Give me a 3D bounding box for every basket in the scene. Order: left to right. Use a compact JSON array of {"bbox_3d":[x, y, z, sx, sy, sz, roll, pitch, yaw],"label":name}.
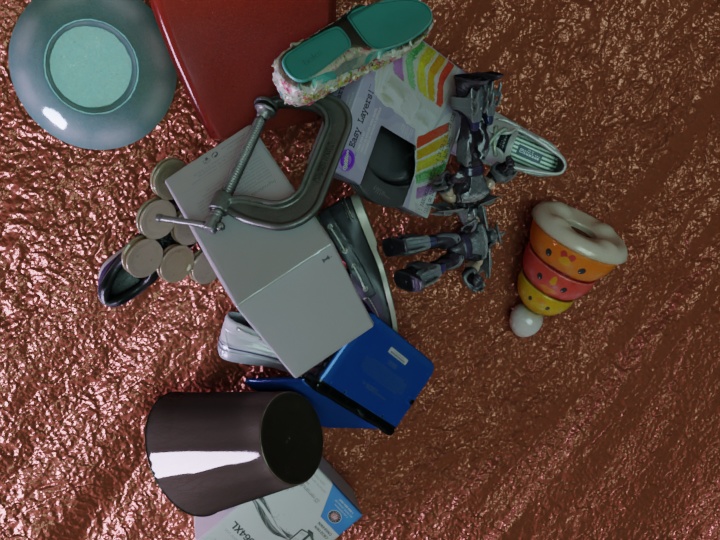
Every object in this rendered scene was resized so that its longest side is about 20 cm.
[{"bbox_3d":[-0.157,0.226,0.986,0.199,0.136,0.182,-18,105,37],"label":"basket"}]

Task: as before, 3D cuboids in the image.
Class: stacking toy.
[{"bbox_3d":[0.278,0.016,1.103,0.145,0.147,0.202,15,117,-16],"label":"stacking toy"}]

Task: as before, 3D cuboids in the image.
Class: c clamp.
[{"bbox_3d":[-0.103,-0.118,0.804,0.169,0.027,0.201,17,66,21],"label":"c clamp"}]

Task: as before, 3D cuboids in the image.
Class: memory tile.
[{"bbox_3d":[-0.198,-0.055,0.962,0.199,0.017,0.155,8,106,-52],"label":"memory tile"}]

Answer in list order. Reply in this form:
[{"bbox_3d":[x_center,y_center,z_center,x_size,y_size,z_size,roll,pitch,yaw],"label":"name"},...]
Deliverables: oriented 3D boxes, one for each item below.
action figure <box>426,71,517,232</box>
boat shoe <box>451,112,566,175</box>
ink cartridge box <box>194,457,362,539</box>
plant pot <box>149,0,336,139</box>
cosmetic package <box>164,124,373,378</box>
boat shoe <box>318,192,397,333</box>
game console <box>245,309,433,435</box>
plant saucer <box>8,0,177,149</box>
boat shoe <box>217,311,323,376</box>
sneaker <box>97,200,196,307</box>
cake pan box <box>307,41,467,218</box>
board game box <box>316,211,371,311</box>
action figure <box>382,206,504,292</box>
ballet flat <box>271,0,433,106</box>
[{"bbox_3d":[0.141,-0.143,0.957,0.129,0.069,0.202,-22,120,-42],"label":"action figure"},{"bbox_3d":[0.191,-0.178,1.039,0.198,0.067,0.074,12,102,-14],"label":"boat shoe"},{"bbox_3d":[-0.121,0.355,1.108,0.200,0.084,0.146,-41,109,-1],"label":"ink cartridge box"},{"bbox_3d":[-0.132,-0.265,0.894,0.198,0.200,0.178,-12,118,-10],"label":"plant pot"},{"bbox_3d":[-0.101,-0.016,0.881,0.122,0.201,0.200,-34,148,-5],"label":"cosmetic package"},{"bbox_3d":[0.000,0.000,0.993,0.062,0.073,0.202,-17,112,1],"label":"boat shoe"},{"bbox_3d":[-0.023,0.140,1.031,0.171,0.118,0.200,-54,138,-5],"label":"game console"},{"bbox_3d":[-0.324,-0.246,0.926,0.198,0.039,0.204,-3,106,-11],"label":"plant saucer"},{"bbox_3d":[-0.094,0.098,1.048,0.197,0.074,0.067,5,115,-13],"label":"boat shoe"},{"bbox_3d":[-0.255,-0.029,0.973,0.076,0.088,0.200,40,93,-19],"label":"sneaker"},{"bbox_3d":[0.041,-0.180,0.934,0.183,0.052,0.202,22,88,-41],"label":"cake pan box"},{"bbox_3d":[-0.046,0.018,1.022,0.156,0.039,0.203,2,84,-20],"label":"board game box"},{"bbox_3d":[0.129,-0.028,1.045,0.198,0.069,0.132,-17,95,-34],"label":"action figure"},{"bbox_3d":[-0.011,-0.235,0.822,0.199,0.064,0.076,-28,79,-20],"label":"ballet flat"}]
